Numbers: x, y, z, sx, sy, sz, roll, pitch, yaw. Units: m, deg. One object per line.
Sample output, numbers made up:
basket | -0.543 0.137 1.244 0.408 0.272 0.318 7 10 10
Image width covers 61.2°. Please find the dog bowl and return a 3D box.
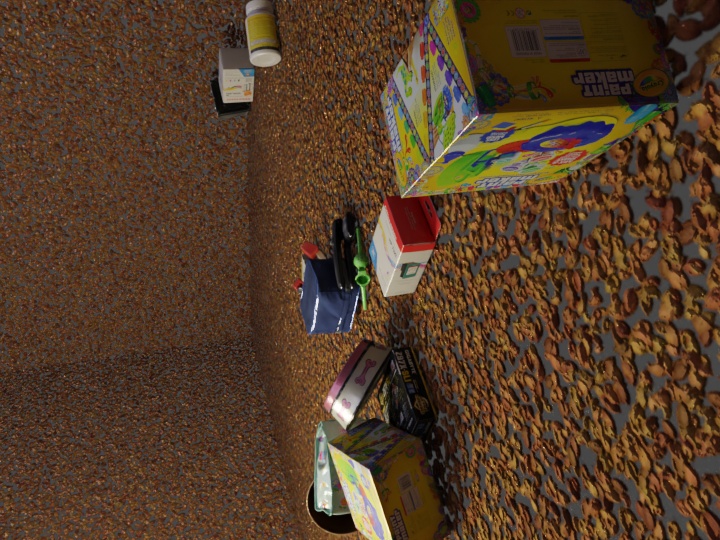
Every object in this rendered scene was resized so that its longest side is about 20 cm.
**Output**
dog bowl | -0.005 0.236 1.299 0.073 0.201 0.201 30 144 10

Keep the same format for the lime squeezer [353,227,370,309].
lime squeezer | 0.000 0.000 1.457 0.071 0.037 0.202 -168 71 -72

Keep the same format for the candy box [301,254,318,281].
candy box | -0.133 0.057 1.878 0.201 0.060 0.138 -118 26 -51

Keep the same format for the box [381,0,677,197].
box | 0.149 -0.169 0.596 0.193 0.198 0.123 138 122 -70

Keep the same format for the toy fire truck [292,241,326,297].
toy fire truck | -0.116 0.026 1.742 0.199 0.141 0.049 36 171 16

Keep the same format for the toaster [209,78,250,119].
toaster | -0.635 -0.855 2.997 0.119 0.198 0.183 -170 66 -75

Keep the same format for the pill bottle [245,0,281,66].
pill bottle | -0.346 -0.838 2.147 0.114 0.113 0.202 161 102 -73

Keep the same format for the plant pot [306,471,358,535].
plant pot | -0.051 0.578 1.656 0.200 0.185 0.189 -116 21 -83

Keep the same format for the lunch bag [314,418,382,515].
lunch bag | -0.016 0.441 1.394 0.122 0.169 0.202 154 117 -61

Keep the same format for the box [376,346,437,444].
box | 0.090 0.278 1.245 0.201 0.049 0.161 102 157 -49

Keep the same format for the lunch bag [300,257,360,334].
lunch bag | -0.073 0.072 1.563 0.136 0.131 0.201 -115 30 -48

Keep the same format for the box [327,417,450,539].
box | 0.052 0.423 1.193 0.192 0.121 0.202 0 109 64

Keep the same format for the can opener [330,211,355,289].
can opener | -0.043 -0.044 1.487 0.079 0.063 0.202 94 177 -64

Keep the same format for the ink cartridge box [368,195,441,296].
ink cartridge box | 0.079 -0.057 1.124 0.201 0.067 0.117 106 152 -52

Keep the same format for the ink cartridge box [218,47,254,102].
ink cartridge box | -0.575 -0.903 2.821 0.201 0.146 0.146 110 148 -57
